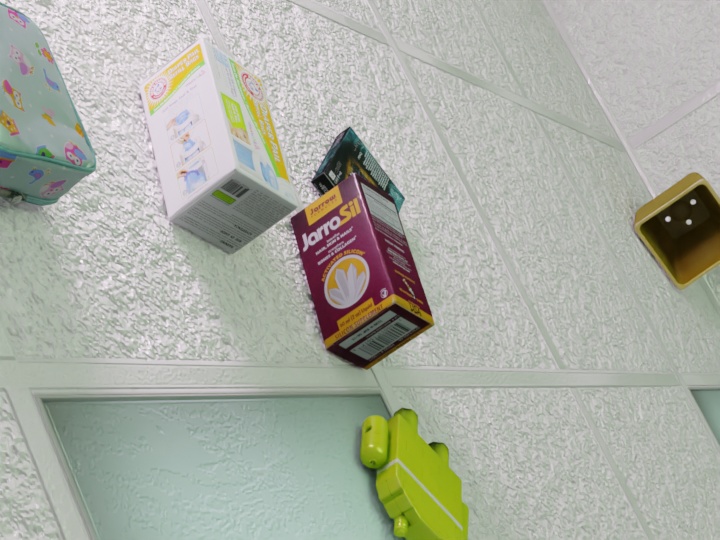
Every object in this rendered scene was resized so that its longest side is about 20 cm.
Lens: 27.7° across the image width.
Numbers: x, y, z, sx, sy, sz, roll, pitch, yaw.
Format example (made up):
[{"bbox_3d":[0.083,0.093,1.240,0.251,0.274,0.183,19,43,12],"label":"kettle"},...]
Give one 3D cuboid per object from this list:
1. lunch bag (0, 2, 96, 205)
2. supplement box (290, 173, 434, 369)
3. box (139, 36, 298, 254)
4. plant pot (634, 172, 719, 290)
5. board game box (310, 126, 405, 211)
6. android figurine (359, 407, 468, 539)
[{"bbox_3d":[-0.328,-0.153,1.326,0.160,0.077,0.201,17,45,-60],"label":"lunch bag"},{"bbox_3d":[0.000,0.000,1.754,0.085,0.110,0.201,30,33,-46],"label":"supplement box"},{"bbox_3d":[-0.159,-0.140,1.623,0.112,0.101,0.201,30,34,-48],"label":"box"},{"bbox_3d":[0.756,-0.113,3.389,0.195,0.195,0.200,51,16,-13],"label":"plant pot"},{"bbox_3d":[-0.001,-0.109,2.009,0.136,0.028,0.200,52,22,-12],"label":"board game box"},{"bbox_3d":[0.065,0.246,1.650,0.182,0.041,0.201,47,23,-23],"label":"android figurine"}]
